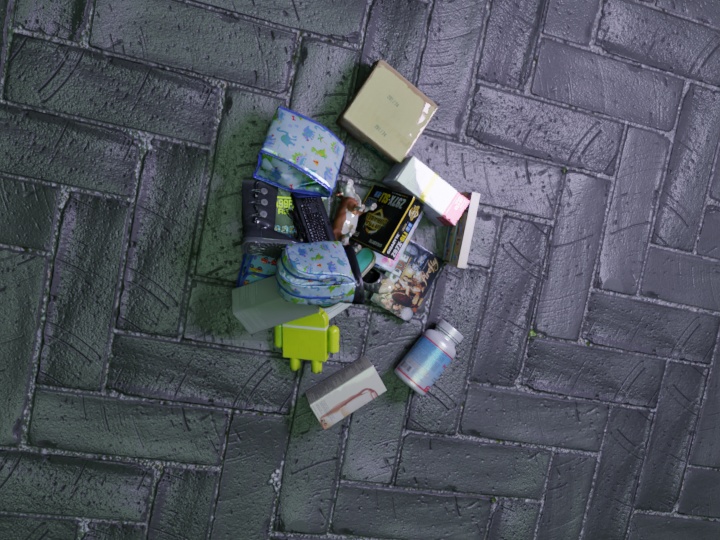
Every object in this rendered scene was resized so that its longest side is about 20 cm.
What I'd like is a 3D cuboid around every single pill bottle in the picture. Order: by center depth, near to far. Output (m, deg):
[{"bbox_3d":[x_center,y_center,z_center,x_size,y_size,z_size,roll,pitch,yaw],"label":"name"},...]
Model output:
[{"bbox_3d":[0.193,0.238,1.619,0.109,0.109,0.201,40,88,-13],"label":"pill bottle"}]

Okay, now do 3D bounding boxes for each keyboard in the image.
[{"bbox_3d":[-0.120,-0.113,1.456,0.103,0.040,0.202,-15,74,-19],"label":"keyboard"}]

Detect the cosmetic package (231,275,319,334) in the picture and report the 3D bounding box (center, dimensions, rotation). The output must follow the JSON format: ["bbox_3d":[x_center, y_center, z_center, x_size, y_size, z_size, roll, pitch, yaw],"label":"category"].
[{"bbox_3d":[-0.212,0.076,1.465,0.198,0.091,0.107,-19,140,4],"label":"cosmetic package"}]

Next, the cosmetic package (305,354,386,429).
[{"bbox_3d":[-0.041,0.329,1.583,0.199,0.103,0.088,-31,104,-5],"label":"cosmetic package"}]

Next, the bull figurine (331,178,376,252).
[{"bbox_3d":[-0.029,-0.138,1.511,0.065,0.121,0.202,22,81,-39],"label":"bull figurine"}]

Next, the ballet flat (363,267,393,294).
[{"bbox_3d":[0.000,0.000,1.533,0.199,0.057,0.067,31,54,16],"label":"ballet flat"}]

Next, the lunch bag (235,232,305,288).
[{"bbox_3d":[-0.231,0.006,1.504,0.149,0.094,0.201,10,123,-23],"label":"lunch bag"}]

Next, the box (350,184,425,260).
[{"bbox_3d":[0.059,-0.128,1.500,0.049,0.200,0.161,32,89,-33],"label":"box"}]

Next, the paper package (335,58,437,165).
[{"bbox_3d":[0.067,-0.407,1.520,0.199,0.103,0.192,35,90,-14],"label":"paper package"}]

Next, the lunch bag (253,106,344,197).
[{"bbox_3d":[-0.145,-0.283,1.449,0.198,0.128,0.172,19,58,-9],"label":"lunch bag"}]

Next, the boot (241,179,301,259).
[{"bbox_3d":[-0.213,-0.127,1.425,0.163,0.066,0.202,11,49,-25],"label":"boot"}]

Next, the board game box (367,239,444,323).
[{"bbox_3d":[0.126,0.026,1.617,0.135,0.035,0.201,30,90,-13],"label":"board game box"}]

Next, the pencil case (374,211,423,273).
[{"bbox_3d":[0.088,-0.094,1.557,0.090,0.083,0.201,29,88,9],"label":"pencil case"}]

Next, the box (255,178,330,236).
[{"bbox_3d":[-0.179,-0.166,1.525,0.198,0.044,0.162,3,96,-13],"label":"box"}]

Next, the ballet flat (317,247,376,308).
[{"bbox_3d":[-0.036,0.025,1.479,0.200,0.069,0.070,-43,103,-12],"label":"ballet flat"}]

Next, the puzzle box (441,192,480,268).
[{"bbox_3d":[0.270,-0.111,1.582,0.025,0.133,0.202,10,94,-13],"label":"puzzle box"}]

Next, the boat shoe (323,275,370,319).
[{"bbox_3d":[-0.060,0.063,1.563,0.200,0.070,0.072,-37,108,-2],"label":"boat shoe"}]

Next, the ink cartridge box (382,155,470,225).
[{"bbox_3d":[0.171,-0.209,1.543,0.199,0.145,0.084,36,88,-14],"label":"ink cartridge box"}]

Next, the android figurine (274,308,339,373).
[{"bbox_3d":[-0.144,0.169,1.539,0.180,0.041,0.203,3,103,14],"label":"android figurine"}]

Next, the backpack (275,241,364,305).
[{"bbox_3d":[-0.100,0.006,1.355,0.198,0.164,0.155,-11,140,-7],"label":"backpack"}]
